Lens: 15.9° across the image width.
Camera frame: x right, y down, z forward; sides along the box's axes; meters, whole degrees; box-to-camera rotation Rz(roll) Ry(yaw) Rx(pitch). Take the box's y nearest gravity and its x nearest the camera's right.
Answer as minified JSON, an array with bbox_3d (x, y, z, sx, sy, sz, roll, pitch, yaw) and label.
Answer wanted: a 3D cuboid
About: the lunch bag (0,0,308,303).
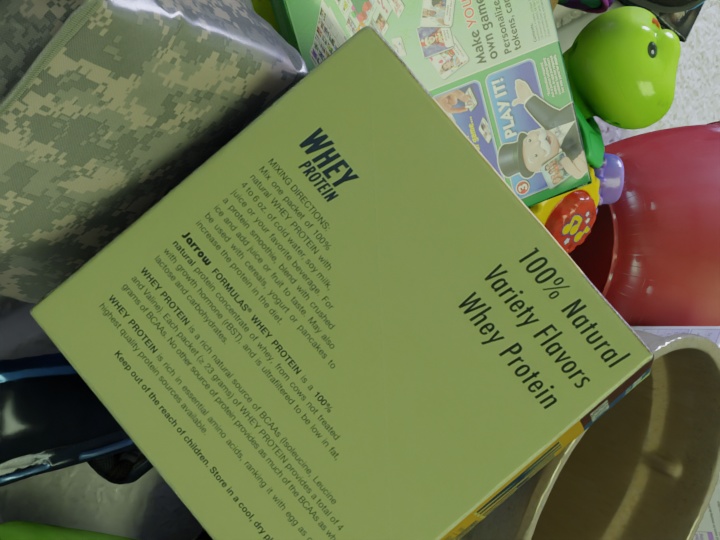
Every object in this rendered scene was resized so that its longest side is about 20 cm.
[{"bbox_3d":[-0.153,-0.072,1.170,0.200,0.118,0.164,-46,150,19],"label":"lunch bag"}]

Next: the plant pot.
[{"bbox_3d":[0.067,0.091,1.372,0.200,0.183,0.201,-35,139,-38],"label":"plant pot"}]

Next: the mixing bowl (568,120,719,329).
[{"bbox_3d":[0.166,0.000,1.542,0.108,0.200,0.201,9,99,-29],"label":"mixing bowl"}]

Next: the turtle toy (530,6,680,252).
[{"bbox_3d":[0.099,-0.067,1.455,0.200,0.101,0.146,-55,147,2],"label":"turtle toy"}]

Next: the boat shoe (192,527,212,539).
[{"bbox_3d":[-0.045,0.153,1.450,0.093,0.075,0.200,-49,162,25],"label":"boat shoe"}]

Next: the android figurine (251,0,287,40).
[{"bbox_3d":[-0.042,-0.074,1.310,0.182,0.041,0.201,-12,112,-17],"label":"android figurine"}]

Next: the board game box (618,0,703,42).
[{"bbox_3d":[0.200,-0.257,1.576,0.135,0.028,0.200,32,81,-50],"label":"board game box"}]

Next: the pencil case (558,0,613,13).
[{"bbox_3d":[0.142,-0.247,1.459,0.085,0.092,0.200,27,86,-25],"label":"pencil case"}]

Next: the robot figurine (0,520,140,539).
[{"bbox_3d":[-0.133,0.191,1.296,0.200,0.175,0.116,16,50,-38],"label":"robot figurine"}]

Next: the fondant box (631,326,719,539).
[{"bbox_3d":[0.127,0.104,1.501,0.058,0.199,0.145,-62,143,-47],"label":"fondant box"}]

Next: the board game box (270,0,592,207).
[{"bbox_3d":[0.031,-0.112,1.286,0.134,0.029,0.200,-21,116,-12],"label":"board game box"}]

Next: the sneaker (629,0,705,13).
[{"bbox_3d":[0.134,-0.223,1.362,0.073,0.082,0.200,-41,106,-22],"label":"sneaker"}]

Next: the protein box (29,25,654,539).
[{"bbox_3d":[-0.004,0.034,1.191,0.200,0.199,0.135,-40,172,1],"label":"protein box"}]

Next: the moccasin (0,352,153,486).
[{"bbox_3d":[-0.128,0.076,1.310,0.200,0.080,0.068,-3,95,-35],"label":"moccasin"}]

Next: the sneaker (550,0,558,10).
[{"bbox_3d":[0.022,-0.120,1.373,0.200,0.067,0.090,-49,136,4],"label":"sneaker"}]
